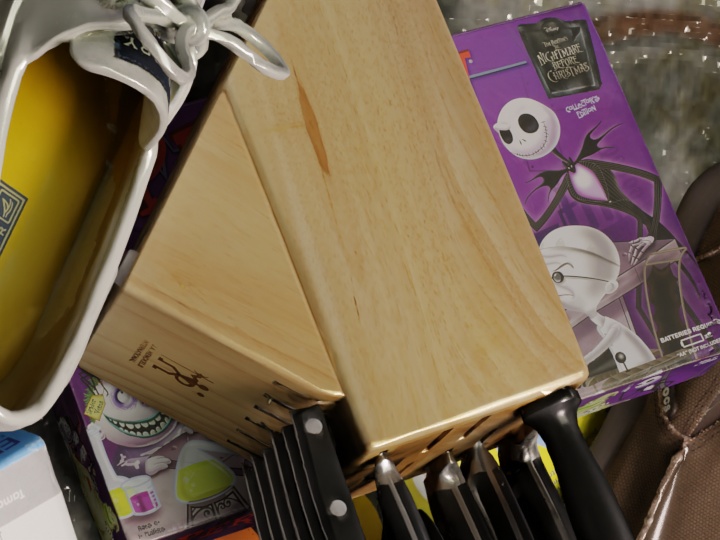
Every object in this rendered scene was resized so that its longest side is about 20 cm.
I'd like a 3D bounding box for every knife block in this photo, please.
[{"bbox_3d":[0.022,0.016,0.748,0.175,0.064,0.200,28,63,-7],"label":"knife block"}]

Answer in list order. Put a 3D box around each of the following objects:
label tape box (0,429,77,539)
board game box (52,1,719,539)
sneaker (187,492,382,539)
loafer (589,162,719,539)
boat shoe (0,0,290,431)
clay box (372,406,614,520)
[{"bbox_3d":[-0.127,0.159,0.746,0.143,0.066,0.201,-29,111,-33],"label":"label tape box"},{"bbox_3d":[0.000,0.000,0.798,0.199,0.032,0.120,-17,72,-24],"label":"board game box"},{"bbox_3d":[-0.033,0.159,0.807,0.090,0.070,0.201,-7,93,-56],"label":"sneaker"},{"bbox_3d":[0.115,0.063,0.866,0.073,0.071,0.201,15,87,-40],"label":"loafer"},{"bbox_3d":[-0.063,-0.053,0.682,0.075,0.086,0.202,35,71,-38],"label":"boat shoe"},{"bbox_3d":[0.048,0.052,0.888,0.115,0.048,0.200,-40,119,-28],"label":"clay box"}]
